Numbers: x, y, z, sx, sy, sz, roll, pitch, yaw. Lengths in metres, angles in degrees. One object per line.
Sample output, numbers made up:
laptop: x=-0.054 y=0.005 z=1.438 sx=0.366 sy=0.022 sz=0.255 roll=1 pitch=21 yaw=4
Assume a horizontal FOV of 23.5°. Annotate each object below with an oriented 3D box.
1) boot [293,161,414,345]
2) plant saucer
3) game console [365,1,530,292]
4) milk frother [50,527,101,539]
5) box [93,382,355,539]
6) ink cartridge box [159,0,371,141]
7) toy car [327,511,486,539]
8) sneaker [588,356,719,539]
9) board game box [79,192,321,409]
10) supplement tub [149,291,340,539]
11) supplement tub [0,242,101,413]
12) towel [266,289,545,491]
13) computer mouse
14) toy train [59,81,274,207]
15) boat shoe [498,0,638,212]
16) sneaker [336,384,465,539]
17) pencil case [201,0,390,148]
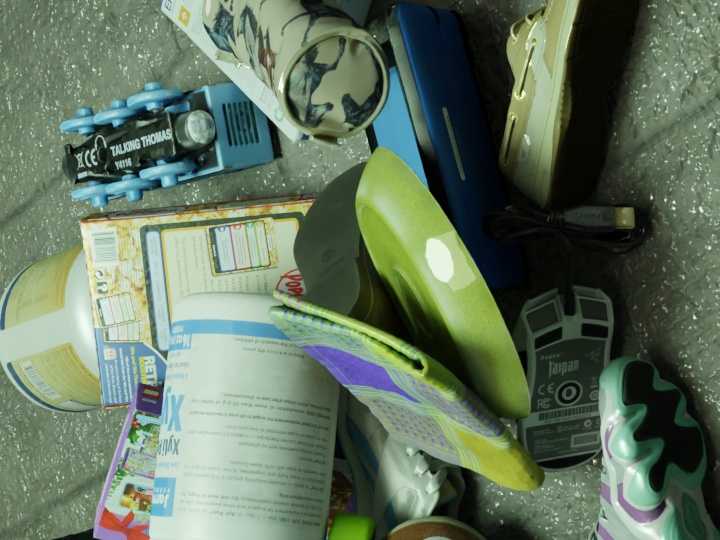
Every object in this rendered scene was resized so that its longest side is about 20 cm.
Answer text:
boot: x=0.000 y=0.000 z=1.258 sx=0.073 sy=0.075 sz=0.201 roll=-33 pitch=32 yaw=25
plant saucer: x=0.046 y=0.015 z=1.128 sx=0.201 sy=0.031 sz=0.200 roll=60 pitch=172 yaw=15
game console: x=0.035 y=-0.072 z=1.216 sx=0.118 sy=0.170 sz=0.202 roll=-17 pitch=87 yaw=23
milk frother: x=-0.165 y=0.311 z=1.490 sx=0.180 sy=0.187 sz=0.202 roll=6 pitch=105 yaw=49
box: x=-0.101 y=0.174 z=1.380 sx=0.039 sy=0.198 sz=0.138 roll=-94 pitch=23 yaw=-57
ink cartridge box: x=-0.068 y=-0.237 z=1.342 sx=0.200 sy=0.043 sz=0.197 roll=47 pitch=132 yaw=33
toy car: x=0.039 y=0.280 z=1.192 sx=0.163 sy=0.200 sz=0.159 roll=10 pitch=114 yaw=6
sneaker: x=0.169 y=0.166 z=1.146 sx=0.140 sy=0.077 sz=0.202 roll=-25 pitch=80 yaw=49
board game box: x=-0.112 y=0.024 z=1.364 sx=0.198 sy=0.046 sz=0.153 roll=-4 pitch=99 yaw=5
supplement tub: x=-0.082 y=0.124 z=1.262 sx=0.131 sy=0.131 sz=0.202 roll=-8 pitch=73 yaw=50
supplement tub: x=-0.216 y=0.042 z=1.510 sx=0.199 sy=0.144 sz=0.146 roll=-17 pitch=88 yaw=50
towel: x=0.033 y=0.084 z=1.133 sx=0.143 sy=0.200 sz=0.023 roll=21 pitch=73 yaw=35
computer mouse: x=0.131 y=0.043 z=1.156 sx=0.044 sy=0.109 sz=0.201 roll=-123 pitch=29 yaw=-58
toy train: x=-0.165 y=-0.104 z=1.435 sx=0.199 sy=0.114 sz=0.087 roll=-11 pitch=88 yaw=50
boat shoe: x=0.126 y=-0.136 z=1.118 sx=0.066 sy=0.074 sz=0.201 roll=29 pitch=121 yaw=35
sneaker: x=0.035 y=0.144 z=1.310 sx=0.080 sy=0.076 sz=0.202 roll=-6 pitch=97 yaw=33
pencil case: x=-0.048 y=-0.156 z=1.207 sx=0.200 sy=0.077 sz=0.090 roll=-130 pitch=45 yaw=-56
